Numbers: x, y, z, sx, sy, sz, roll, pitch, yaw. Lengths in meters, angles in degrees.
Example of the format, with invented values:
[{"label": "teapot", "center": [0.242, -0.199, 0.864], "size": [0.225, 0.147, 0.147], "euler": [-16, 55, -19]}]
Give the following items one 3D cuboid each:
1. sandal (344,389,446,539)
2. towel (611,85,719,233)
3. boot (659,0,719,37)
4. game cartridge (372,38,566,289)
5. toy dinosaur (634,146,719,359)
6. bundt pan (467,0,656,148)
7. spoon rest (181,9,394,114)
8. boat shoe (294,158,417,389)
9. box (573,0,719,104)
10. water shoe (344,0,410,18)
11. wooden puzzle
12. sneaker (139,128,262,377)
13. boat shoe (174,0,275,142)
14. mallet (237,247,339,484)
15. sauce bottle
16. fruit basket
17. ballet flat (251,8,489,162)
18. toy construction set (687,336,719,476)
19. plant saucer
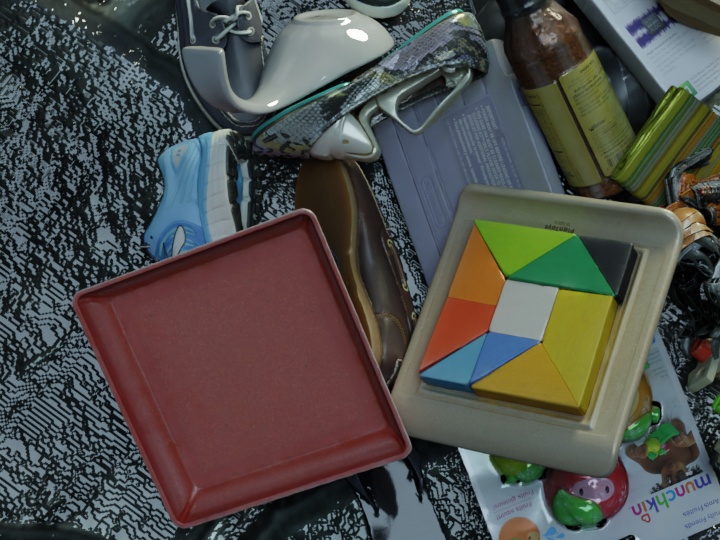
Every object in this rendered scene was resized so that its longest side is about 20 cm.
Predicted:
[{"label": "sandal", "center": [0.017, 0.152, 1.279], "size": [0.076, 0.043, 0.201], "euler": [-26, 81, -8]}, {"label": "towel", "center": [0.283, -0.058, 1.291], "size": [0.200, 0.018, 0.086], "euler": [33, 98, -31]}, {"label": "boot", "center": [0.253, -0.268, 1.249], "size": [0.200, 0.071, 0.145], "euler": [26, 82, 7]}, {"label": "game cartridge", "center": [0.092, -0.066, 1.303], "size": [0.129, 0.038, 0.201], "euler": [-22, 80, 21]}, {"label": "toy dinosaur", "center": [0.253, -0.012, 1.250], "size": [0.199, 0.102, 0.136], "euler": [-30, 97, 7]}, {"label": "bundt pan", "center": [0.187, -0.202, 1.344], "size": [0.200, 0.076, 0.203], "euler": [1, 79, -4]}, {"label": "spoon rest", "center": [-0.055, -0.161, 1.283], "size": [0.099, 0.199, 0.061], "euler": [10, 112, 38]}, {"label": "boat shoe", "center": [0.000, 0.000, 1.300], "size": [0.070, 0.070, 0.201], "euler": [7, 64, -40]}, {"label": "box", "center": [0.240, -0.235, 1.297], "size": [0.144, 0.036, 0.200], "euler": [-36, 84, -9]}, {"label": "water shoe", "center": [-0.003, -0.305, 1.350], "size": [0.071, 0.079, 0.201], "euler": [-13, 80, -6]}, {"label": "wooden puzzle", "center": [0.124, 0.037, 1.210], "size": [0.184, 0.037, 0.201], "euler": [9, 73, 30]}, {"label": "sneaker", "center": [-0.126, -0.007, 1.299], "size": [0.089, 0.078, 0.202], "euler": [-2, 84, 23]}, {"label": "boat shoe", "center": [-0.115, -0.202, 1.331], "size": [0.072, 0.063, 0.201], "euler": [-14, 81, -9]}, {"label": "mallet", "center": [-0.072, 0.067, 1.285], "size": [0.041, 0.066, 0.201], "euler": [11, 102, -37]}, {"label": "sauce bottle", "center": [0.151, -0.150, 1.257], "size": [0.066, 0.066, 0.201], "euler": [-30, 110, -9]}, {"label": "fruit basket", "center": [0.169, 0.131, 1.269], "size": [0.184, 0.094, 0.201], "euler": [-21, 84, -7]}, {"label": "ballet flat", "center": [0.012, -0.124, 1.267], "size": [0.200, 0.072, 0.072], "euler": [-30, 82, 5]}, {"label": "toy construction set", "center": [0.335, 0.123, 1.275], "size": [0.199, 0.092, 0.132], "euler": [32, 68, 4]}, {"label": "plant saucer", "center": [-0.085, 0.071, 1.227], "size": [0.199, 0.037, 0.201], "euler": [-19, 103, 16]}]
